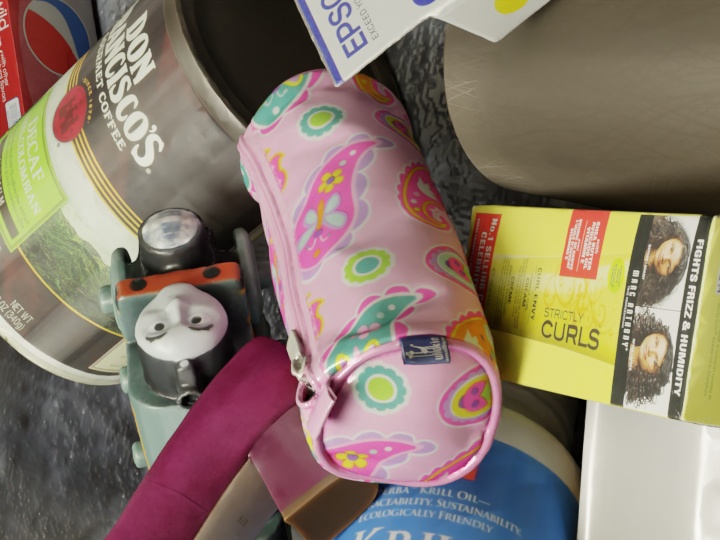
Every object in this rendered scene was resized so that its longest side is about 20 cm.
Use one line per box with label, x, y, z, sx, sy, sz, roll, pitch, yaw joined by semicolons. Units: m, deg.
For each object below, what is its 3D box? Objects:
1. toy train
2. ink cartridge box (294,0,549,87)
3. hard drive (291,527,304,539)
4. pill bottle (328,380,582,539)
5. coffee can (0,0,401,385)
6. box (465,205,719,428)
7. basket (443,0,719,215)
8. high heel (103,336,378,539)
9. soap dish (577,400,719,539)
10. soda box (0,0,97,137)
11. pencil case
toy train;-0.071;0.069;0.965;0.114;0.085;0.201;-102;4;-48
ink cartridge box;0.047;-0.187;0.810;0.200;0.047;0.198;-38;49;17
hard drive;-0.020;0.152;1.037;0.131;0.026;0.201;25;103;41
pill bottle;0.037;0.126;0.876;0.112;0.112;0.201;-28;32;37
coffee can;-0.096;-0.052;1.045;0.200;0.146;0.147;-38;62;34
box;0.099;0.014;0.781;0.200;0.050;0.076;-170;89;-70
basket;0.141;-0.079;0.795;0.199;0.180;0.137;9;68;42
high heel;-0.091;0.112;0.859;0.199;0.068;0.096;-32;47;-7
soap dish;0.167;0.099;0.834;0.157;0.081;0.202;3;88;42
soda box;-0.201;-0.156;1.201;0.063;0.070;0.202;-23;72;39
pencil case;0.000;0.000;0.858;0.088;0.087;0.201;-51;32;27
